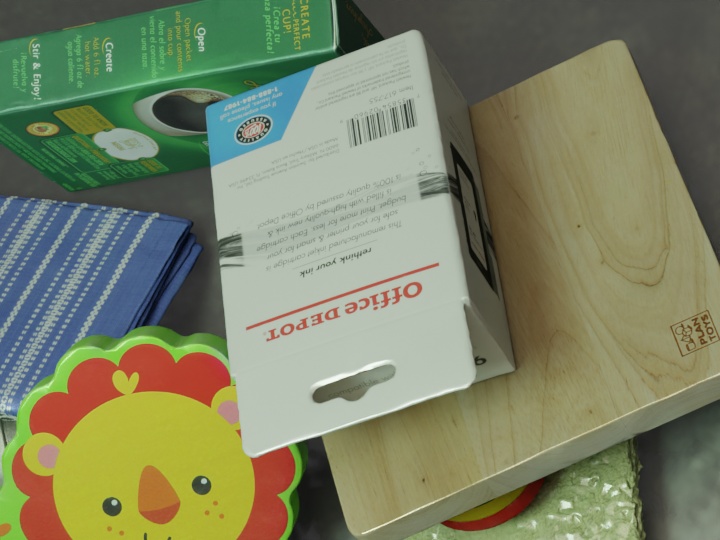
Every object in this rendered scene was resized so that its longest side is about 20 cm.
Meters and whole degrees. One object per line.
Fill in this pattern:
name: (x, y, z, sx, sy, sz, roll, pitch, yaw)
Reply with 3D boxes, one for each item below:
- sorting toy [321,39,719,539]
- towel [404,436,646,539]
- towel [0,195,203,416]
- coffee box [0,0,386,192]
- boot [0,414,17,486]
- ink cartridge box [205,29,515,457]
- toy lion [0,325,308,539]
sorting toy: (0.073, 0.020, 1.120, 0.198, 0.070, 0.200, -25, 52, 10)
towel: (0.071, 0.163, 1.127, 0.148, 0.036, 0.201, -10, 72, 15)
towel: (-0.195, 0.017, 1.227, 0.199, 0.024, 0.145, 8, 48, 21)
coffee box: (-0.086, -0.092, 1.199, 0.199, 0.123, 0.044, -10, 71, 18)
boot: (-0.201, 0.125, 1.213, 0.199, 0.068, 0.131, -6, 78, 15)
ink cartridge box: (0.000, 0.000, 1.081, 0.116, 0.068, 0.201, -19, 52, 15)
toy lion: (-0.115, 0.129, 1.135, 0.199, 0.069, 0.192, -20, 98, 8)
